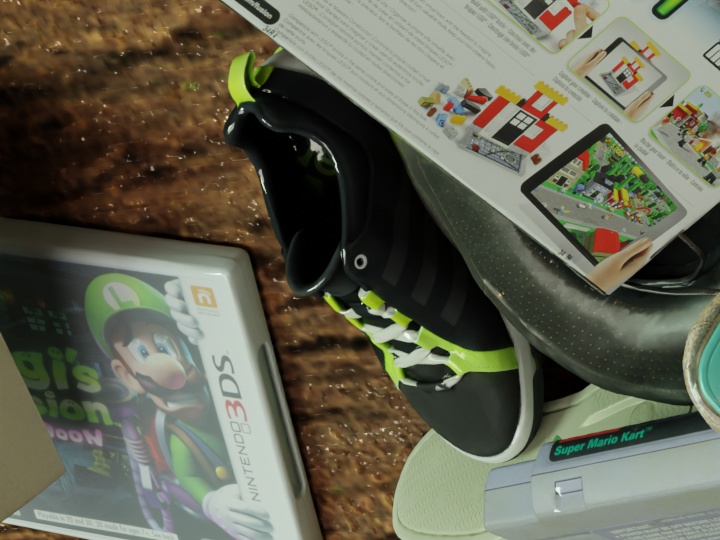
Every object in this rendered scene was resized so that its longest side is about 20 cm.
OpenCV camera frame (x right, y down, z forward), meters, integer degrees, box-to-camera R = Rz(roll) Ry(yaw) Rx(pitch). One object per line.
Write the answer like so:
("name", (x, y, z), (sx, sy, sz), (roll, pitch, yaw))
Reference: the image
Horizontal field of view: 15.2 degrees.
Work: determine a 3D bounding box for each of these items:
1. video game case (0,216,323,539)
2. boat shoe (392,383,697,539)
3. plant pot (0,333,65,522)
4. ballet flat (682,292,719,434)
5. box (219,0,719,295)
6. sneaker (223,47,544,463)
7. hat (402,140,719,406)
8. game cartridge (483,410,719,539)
("video game case", (-0.122, 0.057, 1.261), (0.199, 0.023, 0.183), (8, 129, 28))
("boat shoe", (0.089, 0.088, 1.121), (0.067, 0.072, 0.199), (30, 149, -31))
("plant pot", (-0.277, 0.053, 1.177), (0.200, 0.177, 0.200), (34, 159, 26))
("ballet flat", (0.173, -0.031, 0.858), (0.068, 0.067, 0.200), (43, 101, 10))
("box", (0.051, -0.081, 0.828), (0.110, 0.035, 0.200), (-41, 128, 18))
("sneaker", (0.000, 0.000, 1.074), (0.071, 0.083, 0.201), (-15, 108, 45))
("hat", (0.117, -0.047, 0.979), (0.200, 0.081, 0.201), (22, 136, 23))
("game cartridge", (0.154, 0.085, 0.982), (0.129, 0.039, 0.199), (29, 151, -33))
